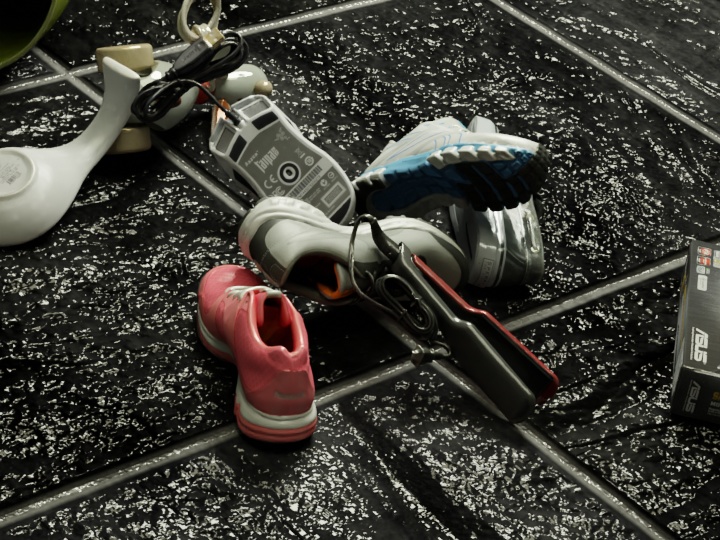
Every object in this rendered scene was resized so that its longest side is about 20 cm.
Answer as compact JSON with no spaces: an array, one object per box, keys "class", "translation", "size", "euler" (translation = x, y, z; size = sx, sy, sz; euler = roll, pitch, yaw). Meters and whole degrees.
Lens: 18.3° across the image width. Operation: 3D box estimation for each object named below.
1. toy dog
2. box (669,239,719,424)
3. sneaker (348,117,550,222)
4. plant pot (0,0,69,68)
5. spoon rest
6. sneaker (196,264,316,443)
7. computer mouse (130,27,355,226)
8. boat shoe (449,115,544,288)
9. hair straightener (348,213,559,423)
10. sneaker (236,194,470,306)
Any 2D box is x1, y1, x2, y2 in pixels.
[{"class":"toy dog","translation":[-0.144,-0.157,1.935],"size":[0.096,0.132,0.200],"euler":[8,34,42]},{"class":"box","translation":[0.333,0.059,1.786],"size":[0.157,0.049,0.200],"euler":[12,32,4]},{"class":"sneaker","translation":[0.077,-0.096,1.839],"size":[0.199,0.075,0.087],"euler":[-6,45,42]},{"class":"plant pot","translation":[-0.331,-0.289,2.049],"size":[0.186,0.188,0.200],"euler":[16,17,9]},{"class":"spoon rest","translation":[-0.256,-0.089,1.827],"size":[0.099,0.061,0.200],"euler":[31,60,24]},{"class":"sneaker","translation":[-0.070,0.040,1.664],"size":[0.073,0.087,0.200],"euler":[-2,34,-20]},{"class":"computer mouse","translation":[-0.088,-0.103,1.856],"size":[0.200,0.110,0.044],"euler":[47,-9,-9]},{"class":"boat shoe","translation":[0.119,-0.051,1.892],"size":[0.071,0.072,0.201],"euler":[12,42,-12]},{"class":"hair straightener","translation":[0.060,0.038,1.681],"size":[0.200,0.041,0.077],"euler":[48,42,4]},{"class":"sneaker","translation":[0.000,0.000,1.745],"size":[0.199,0.074,0.079],"euler":[8,35,-30]}]
